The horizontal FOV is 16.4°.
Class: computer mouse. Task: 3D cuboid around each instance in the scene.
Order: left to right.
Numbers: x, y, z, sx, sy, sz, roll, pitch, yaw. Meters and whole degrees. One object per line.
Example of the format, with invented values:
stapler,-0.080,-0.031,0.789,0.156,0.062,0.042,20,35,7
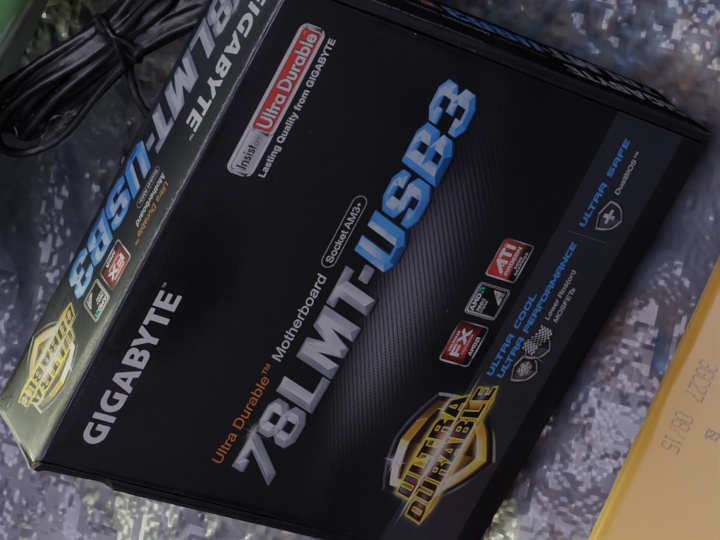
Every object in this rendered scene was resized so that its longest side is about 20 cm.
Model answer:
computer mouse,-0.025,-0.058,0.925,0.140,0.200,0.046,-38,38,26

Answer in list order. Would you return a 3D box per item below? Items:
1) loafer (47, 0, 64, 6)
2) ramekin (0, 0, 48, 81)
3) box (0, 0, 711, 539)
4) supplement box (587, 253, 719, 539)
loafer,-0.209,-0.138,1.031,0.199,0.063,0.072,1,93,21
ramekin,-0.192,-0.061,0.916,0.098,0.200,0.200,28,105,-6
box,0.000,0.000,0.896,0.200,0.198,0.050,-60,39,15
supplement box,0.143,0.051,0.908,0.066,0.069,0.200,27,105,16
